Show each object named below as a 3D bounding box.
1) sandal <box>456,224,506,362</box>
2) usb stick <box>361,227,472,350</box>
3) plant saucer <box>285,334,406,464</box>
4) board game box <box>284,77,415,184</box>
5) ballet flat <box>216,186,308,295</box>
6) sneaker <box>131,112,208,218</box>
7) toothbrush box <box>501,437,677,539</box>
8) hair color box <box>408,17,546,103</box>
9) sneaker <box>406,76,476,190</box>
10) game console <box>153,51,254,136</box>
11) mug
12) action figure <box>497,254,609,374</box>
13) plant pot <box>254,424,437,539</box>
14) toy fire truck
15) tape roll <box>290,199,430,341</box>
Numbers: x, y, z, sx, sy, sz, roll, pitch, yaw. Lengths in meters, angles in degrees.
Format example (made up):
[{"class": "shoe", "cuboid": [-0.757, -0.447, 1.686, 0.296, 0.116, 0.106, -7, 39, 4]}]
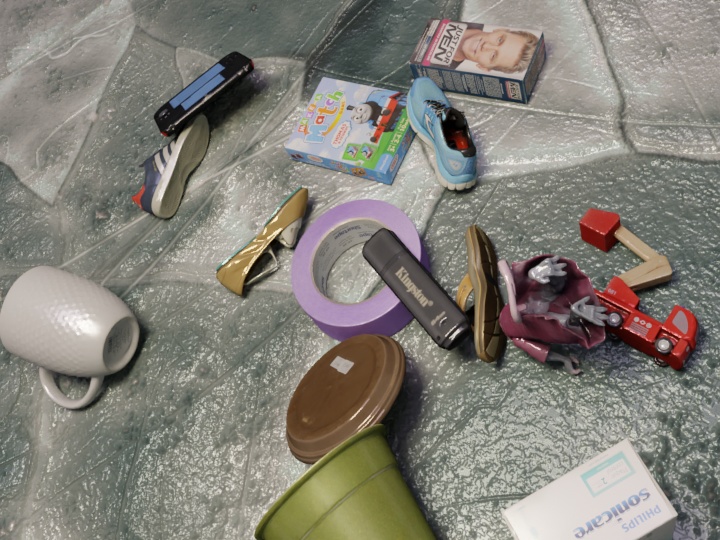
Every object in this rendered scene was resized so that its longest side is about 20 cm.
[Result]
[{"class": "sandal", "cuboid": [0.156, 0.033, 1.016, 0.053, 0.080, 0.204, -20, 55, 27]}, {"class": "usb stick", "cuboid": [0.071, 0.021, 0.999, 0.055, 0.033, 0.201, -39, 58, -1]}, {"class": "plant saucer", "cuboid": [-0.026, 0.158, 0.982, 0.198, 0.030, 0.202, -35, 26, 19]}, {"class": "board game box", "cuboid": [-0.008, -0.233, 1.239, 0.196, 0.037, 0.154, 17, 70, 28]}, {"class": "ballet flat", "cuboid": [-0.139, -0.042, 1.181, 0.063, 0.069, 0.200, 44, 86, 5]}, {"class": "sneaker", "cuboid": [-0.336, -0.193, 1.317, 0.083, 0.075, 0.203, 15, 69, 21]}, {"class": "toothbrush box", "cuboid": [0.238, 0.272, 0.778, 0.144, 0.201, 0.086, -31, 57, 2]}, {"class": "hair color box", "cuboid": [0.187, -0.339, 1.209, 0.196, 0.061, 0.102, 16, 70, 26]}, {"class": "sneaker", "cuboid": [0.132, -0.224, 1.138, 0.077, 0.091, 0.203, -14, 61, -16]}, {"class": "game console", "cuboid": [-0.282, -0.318, 1.343, 0.199, 0.031, 0.177, -40, 24, -3]}, {"class": "mug", "cuboid": [-0.442, 0.113, 1.166, 0.172, 0.147, 0.205, 16, 99, 19]}, {"class": "action figure", "cuboid": [0.211, 0.062, 0.915, 0.145, 0.200, 0.137, -6, 77, -14]}, {"class": "plant pot", "cuboid": [0.010, 0.318, 0.865, 0.199, 0.200, 0.191, -40, 70, -4]}, {"class": "toy fire truck", "cuboid": [0.349, 0.019, 0.962, 0.198, 0.049, 0.142, 30, 77, 31]}, {"class": "tape roll", "cuboid": [0.000, 0.000, 1.094, 0.195, 0.066, 0.204, -9, 60, 16]}]
